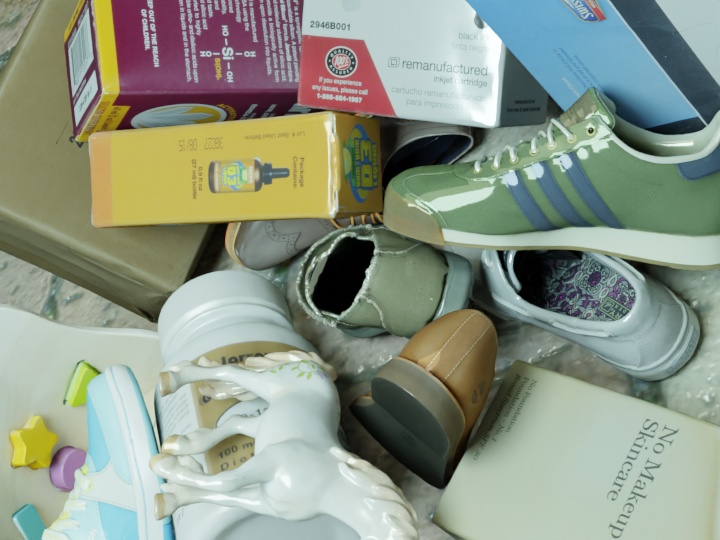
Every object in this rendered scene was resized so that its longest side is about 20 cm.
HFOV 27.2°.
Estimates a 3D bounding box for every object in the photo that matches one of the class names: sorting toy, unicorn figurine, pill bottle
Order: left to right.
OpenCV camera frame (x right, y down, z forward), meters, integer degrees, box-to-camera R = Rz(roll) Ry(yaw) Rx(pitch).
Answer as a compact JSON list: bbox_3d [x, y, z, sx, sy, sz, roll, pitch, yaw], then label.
[{"bbox_3d":[-0.213,0.115,0.997,0.106,0.180,0.201,-4,58,41],"label":"sorting toy"},{"bbox_3d":[-0.069,0.098,0.924,0.114,0.114,0.201,-37,42,17],"label":"pill bottle"},{"bbox_3d":[-0.040,0.103,0.781,0.136,0.074,0.201,-1,46,-3],"label":"unicorn figurine"}]

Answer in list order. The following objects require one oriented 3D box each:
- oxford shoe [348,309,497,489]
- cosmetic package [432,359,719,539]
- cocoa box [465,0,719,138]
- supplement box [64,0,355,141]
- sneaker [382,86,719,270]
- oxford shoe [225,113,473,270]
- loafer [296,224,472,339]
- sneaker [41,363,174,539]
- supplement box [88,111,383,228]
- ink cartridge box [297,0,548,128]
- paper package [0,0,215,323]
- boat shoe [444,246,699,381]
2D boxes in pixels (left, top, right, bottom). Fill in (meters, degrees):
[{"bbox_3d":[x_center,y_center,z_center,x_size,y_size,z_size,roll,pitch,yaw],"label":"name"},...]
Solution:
[{"bbox_3d":[0.042,0.071,0.821,0.071,0.071,0.200,-49,-4,-17],"label":"oxford shoe"},{"bbox_3d":[0.142,0.124,0.738,0.199,0.073,0.104,15,72,49],"label":"cosmetic package"},{"bbox_3d":[0.167,-0.160,0.824,0.131,0.200,0.134,-12,52,38],"label":"cocoa box"},{"bbox_3d":[-0.098,-0.147,1.040,0.110,0.198,0.086,149,116,-66],"label":"supplement box"},{"bbox_3d":[0.114,-0.059,0.814,0.198,0.091,0.067,6,24,7],"label":"sneaker"},{"bbox_3d":[-0.010,-0.057,1.020,0.200,0.071,0.073,-39,45,14],"label":"oxford shoe"},{"bbox_3d":[0.000,0.000,0.919,0.200,0.069,0.076,3,73,67],"label":"loafer"},{"bbox_3d":[-0.179,0.164,0.909,0.080,0.129,0.202,162,100,-81],"label":"sneaker"},{"bbox_3d":[-0.084,-0.063,0.977,0.199,0.069,0.067,-1,91,33],"label":"supplement box"},{"bbox_3d":[0.046,-0.197,0.926,0.143,0.084,0.202,9,100,27],"label":"ink cartridge box"},{"bbox_3d":[-0.187,-0.091,1.109,0.103,0.190,0.201,-32,35,64],"label":"paper package"},{"bbox_3d":[0.106,0.003,0.864,0.072,0.068,0.200,-51,40,1],"label":"boat shoe"}]
